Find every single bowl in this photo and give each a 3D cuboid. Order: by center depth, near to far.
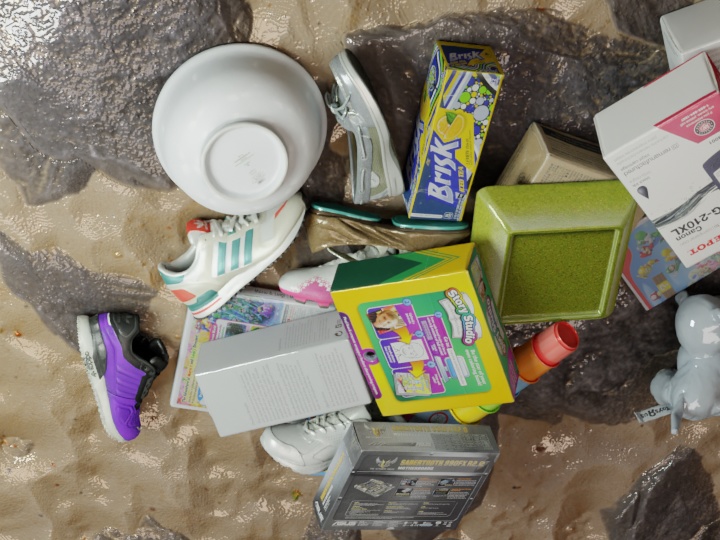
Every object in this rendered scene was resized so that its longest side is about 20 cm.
[{"bbox_3d":[-0.129,-0.137,1.582,0.198,0.091,0.203,-4,122,-6],"label":"bowl"}]

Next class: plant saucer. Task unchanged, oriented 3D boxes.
[{"bbox_3d":[0.226,-0.008,1.702,0.197,0.048,0.202,-3,129,-9],"label":"plant saucer"}]

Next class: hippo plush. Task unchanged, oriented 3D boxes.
[{"bbox_3d":[0.442,0.106,1.901,0.197,0.159,0.163,-6,100,-25],"label":"hippo plush"}]

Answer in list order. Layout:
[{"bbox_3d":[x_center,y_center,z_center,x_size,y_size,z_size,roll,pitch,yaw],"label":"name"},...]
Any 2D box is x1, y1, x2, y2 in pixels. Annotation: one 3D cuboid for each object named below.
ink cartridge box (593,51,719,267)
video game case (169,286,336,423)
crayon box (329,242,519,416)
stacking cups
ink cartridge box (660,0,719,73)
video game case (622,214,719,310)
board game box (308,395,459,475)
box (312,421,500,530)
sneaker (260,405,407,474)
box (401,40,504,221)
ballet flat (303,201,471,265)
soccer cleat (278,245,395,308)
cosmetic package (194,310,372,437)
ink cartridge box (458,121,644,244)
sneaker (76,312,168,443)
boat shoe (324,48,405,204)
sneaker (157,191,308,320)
[{"bbox_3d":[0.373,-0.119,1.611,0.144,0.085,0.200,-29,126,22],"label":"ink cartridge box"},{"bbox_3d":[-0.137,0.105,1.821,0.179,0.024,0.202,9,127,-10],"label":"video game case"},{"bbox_3d":[0.078,0.073,1.704,0.170,0.059,0.202,-9,125,20],"label":"crayon box"},{"bbox_3d":[0.192,0.124,1.785,0.060,0.061,0.200,27,134,-28],"label":"stacking cups"},{"bbox_3d":[0.437,-0.214,1.652,0.146,0.086,0.201,-20,128,5],"label":"ink cartridge box"},{"bbox_3d":[0.415,-0.045,1.827,0.199,0.018,0.143,-32,128,15],"label":"video game case"},{"bbox_3d":[0.035,0.182,1.908,0.197,0.056,0.198,3,128,-13],"label":"board game box"},{"bbox_3d":[0.056,0.261,1.825,0.197,0.049,0.160,4,132,-24],"label":"box"},{"bbox_3d":[-0.030,0.201,1.834,0.197,0.078,0.100,4,121,-26],"label":"sneaker"},{"bbox_3d":[0.100,-0.155,1.644,0.069,0.065,0.202,3,127,-14],"label":"box"},{"bbox_3d":[0.030,-0.034,1.704,0.197,0.068,0.073,6,105,-3],"label":"ballet flat"},{"bbox_3d":[0.000,0.000,1.758,0.197,0.070,0.088,5,106,-12],"label":"soccer cleat"},{"bbox_3d":[-0.092,0.125,1.770,0.197,0.072,0.102,-13,121,9],"label":"cosmetic package"},{"bbox_3d":[0.234,-0.060,1.741,0.163,0.076,0.201,16,123,-24],"label":"ink cartridge box"},{"bbox_3d":[-0.282,0.132,1.794,0.098,0.070,0.202,-13,130,-4],"label":"sneaker"},{"bbox_3d":[-0.002,-0.156,1.619,0.064,0.075,0.203,-20,136,0],"label":"boat shoe"},{"bbox_3d":[-0.152,-0.035,1.686,0.199,0.071,0.093,-41,112,14],"label":"sneaker"}]
